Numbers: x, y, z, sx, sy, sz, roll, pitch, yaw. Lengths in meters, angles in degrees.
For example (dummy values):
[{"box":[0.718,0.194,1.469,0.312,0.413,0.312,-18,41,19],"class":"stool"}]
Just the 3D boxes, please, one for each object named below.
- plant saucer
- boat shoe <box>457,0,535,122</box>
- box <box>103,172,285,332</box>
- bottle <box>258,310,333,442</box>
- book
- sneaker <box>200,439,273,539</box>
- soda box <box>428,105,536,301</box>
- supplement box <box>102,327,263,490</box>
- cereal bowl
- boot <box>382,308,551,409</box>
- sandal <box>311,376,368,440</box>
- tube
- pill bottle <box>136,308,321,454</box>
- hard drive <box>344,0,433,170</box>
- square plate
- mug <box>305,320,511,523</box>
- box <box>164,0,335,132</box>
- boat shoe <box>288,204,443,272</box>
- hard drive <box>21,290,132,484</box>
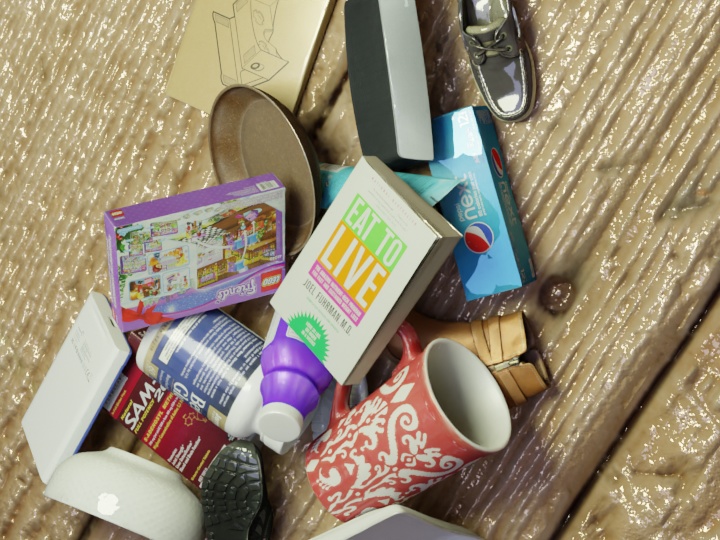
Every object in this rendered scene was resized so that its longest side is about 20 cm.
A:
[{"box":[-0.101,-0.117,1.681,0.200,0.036,0.202,33,135,40],"class":"plant saucer"},{"box":[0.138,-0.257,1.597,0.071,0.065,0.202,-9,94,21],"class":"boat shoe"},{"box":[-0.178,-0.020,1.636,0.039,0.198,0.138,48,144,48],"class":"box"},{"box":[-0.067,0.098,1.632,0.083,0.201,0.065,34,131,-18],"class":"bottle"},{"box":[0.000,0.000,1.556,0.134,0.048,0.201,45,117,26],"class":"book"},{"box":[-0.139,0.280,1.752,0.075,0.088,0.202,12,112,16],"class":"sneaker"},{"box":[0.127,-0.074,1.624,0.067,0.064,0.202,-16,90,23],"class":"soda box"},{"box":[-0.212,0.169,1.790,0.199,0.061,0.109,37,108,15],"class":"supplement box"},{"box":[-0.268,0.264,1.762,0.198,0.200,0.084,19,78,19],"class":"cereal bowl"},{"box":[0.108,0.076,1.642,0.154,0.077,0.201,-25,90,24],"class":"boot"},{"box":[-0.016,0.181,1.724,0.082,0.050,0.205,17,116,34],"class":"sandal"},{"box":[0.015,-0.087,1.630,0.199,0.077,0.051,10,137,48],"class":"tube"},{"box":[-0.147,0.120,1.698,0.199,0.111,0.112,34,107,12],"class":"pill bottle"},{"box":[0.028,-0.211,1.616,0.042,0.135,0.202,-8,91,-22],"class":"hard drive"},{"box":[0.011,0.312,1.659,0.197,0.200,0.029,-27,59,22],"class":"square plate"},{"box":[0.042,0.164,1.610,0.200,0.133,0.179,-38,47,30],"class":"mug"},{"box":[-0.125,-0.268,1.724,0.162,0.021,0.202,25,104,17],"class":"box"},{"box":[-0.005,-0.027,1.676,0.199,0.076,0.072,-28,86,22],"class":"boat shoe"},{"box":[-0.348,0.144,1.822,0.201,0.025,0.132,-59,36,17],"class":"hard drive"}]
